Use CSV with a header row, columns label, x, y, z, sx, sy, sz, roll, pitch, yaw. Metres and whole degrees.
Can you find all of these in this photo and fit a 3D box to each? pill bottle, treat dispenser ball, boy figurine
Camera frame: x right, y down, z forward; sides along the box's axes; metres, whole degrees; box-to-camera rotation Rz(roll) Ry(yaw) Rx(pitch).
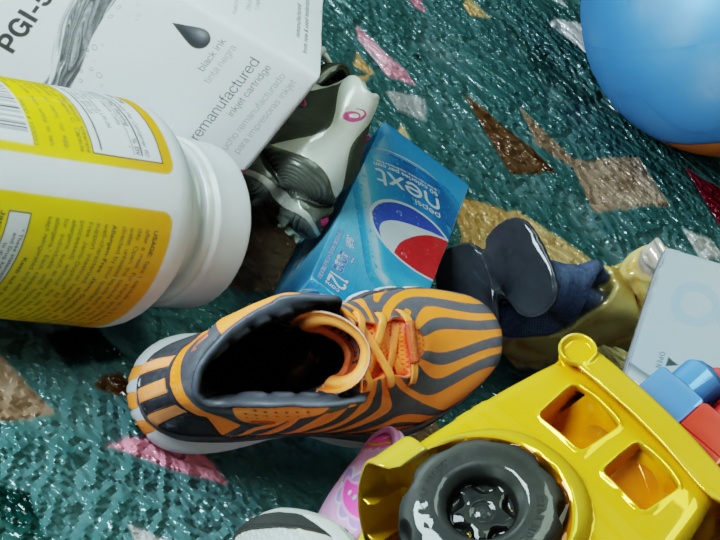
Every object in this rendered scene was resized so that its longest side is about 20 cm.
label,x,y,z,sx,sy,sz,roll,pitch,yaw
pill bottle,-0.151,-0.032,1.343,0.200,0.113,0.113,7,43,-46
treat dispenser ball,0.249,-0.178,1.947,0.201,0.201,0.201,30,30,-19
boy figurine,0.127,0.012,1.612,0.200,0.124,0.064,4,62,-57

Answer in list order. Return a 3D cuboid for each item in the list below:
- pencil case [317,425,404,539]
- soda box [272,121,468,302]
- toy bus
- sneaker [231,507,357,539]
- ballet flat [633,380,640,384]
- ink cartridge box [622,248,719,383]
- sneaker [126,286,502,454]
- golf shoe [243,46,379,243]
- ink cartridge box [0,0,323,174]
label,x,y,z,sx,sy,sz,roll,pitch,yaw
pencil case,0.067,0.158,1.367,0.200,0.087,0.087,33,29,-14
soda box,0.000,0.000,1.528,0.064,0.068,0.200,36,28,-7
toy bus,0.126,0.126,1.244,0.192,0.136,0.200,-35,61,-19
sneaker,-0.034,0.174,1.231,0.088,0.076,0.200,16,34,-31
ballet flat,0.140,0.149,1.330,0.064,0.076,0.200,29,45,-57
ink cartridge box,0.233,0.084,1.504,0.200,0.047,0.160,16,49,8
sneaker,-0.002,0.046,1.356,0.200,0.112,0.078,-13,85,-28
golf shoe,-0.032,-0.079,1.552,0.077,0.088,0.200,36,7,-20
ink cartridge box,-0.140,-0.117,1.443,0.200,0.147,0.083,29,31,-19
